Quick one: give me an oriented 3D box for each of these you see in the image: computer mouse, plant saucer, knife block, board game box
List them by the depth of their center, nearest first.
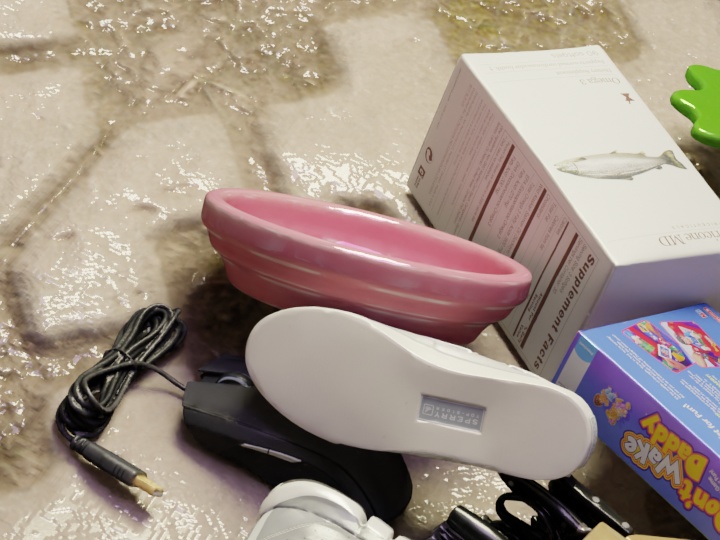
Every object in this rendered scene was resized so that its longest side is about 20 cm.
[{"bbox_3d":[0.122,0.196,1.295,0.174,0.064,0.201,6,42,-17],"label":"knife block"},{"bbox_3d":[-0.070,0.089,1.345,0.199,0.046,0.140,32,39,12],"label":"computer mouse"},{"bbox_3d":[0.222,0.103,1.381,0.134,0.045,0.200,-9,44,-47],"label":"board game box"},{"bbox_3d":[0.000,0.000,1.420,0.199,0.051,0.201,14,7,-2],"label":"plant saucer"}]

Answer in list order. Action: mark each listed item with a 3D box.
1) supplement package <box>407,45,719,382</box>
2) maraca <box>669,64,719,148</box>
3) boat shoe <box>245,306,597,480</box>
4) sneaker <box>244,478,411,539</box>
[{"bbox_3d":[0.136,-0.035,1.522,0.116,0.118,0.200,-6,47,-32],"label":"supplement package"},{"bbox_3d":[0.310,-0.086,1.666,0.199,0.107,0.137,27,32,7],"label":"maraca"},{"bbox_3d":[0.036,0.066,1.333,0.198,0.073,0.068,9,1,10],"label":"boat shoe"},{"bbox_3d":[0.013,0.195,1.251,0.199,0.075,0.116,23,43,18],"label":"sneaker"}]
